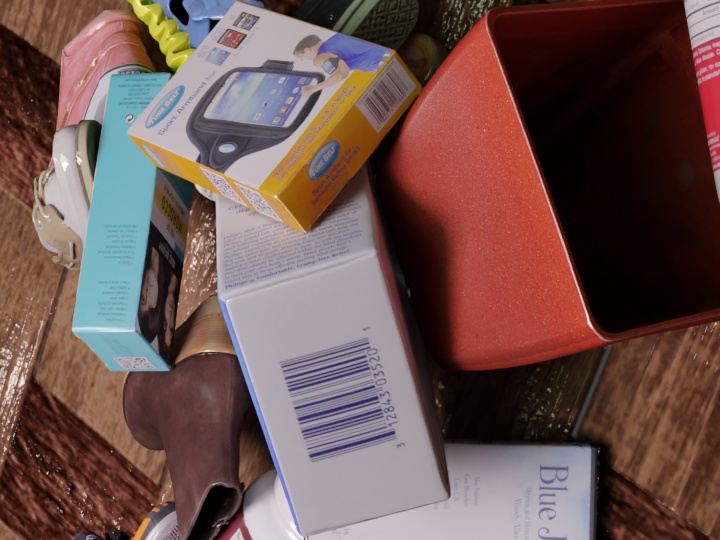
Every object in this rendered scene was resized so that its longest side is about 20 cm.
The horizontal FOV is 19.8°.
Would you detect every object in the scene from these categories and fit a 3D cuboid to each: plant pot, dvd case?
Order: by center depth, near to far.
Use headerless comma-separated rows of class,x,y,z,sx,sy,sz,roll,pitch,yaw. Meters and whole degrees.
plant pot,0.124,-0.038,1.270,0.176,0.199,0.202,-30,75,48
dvd case,0.060,0.184,1.377,0.198,0.018,0.144,1,95,6

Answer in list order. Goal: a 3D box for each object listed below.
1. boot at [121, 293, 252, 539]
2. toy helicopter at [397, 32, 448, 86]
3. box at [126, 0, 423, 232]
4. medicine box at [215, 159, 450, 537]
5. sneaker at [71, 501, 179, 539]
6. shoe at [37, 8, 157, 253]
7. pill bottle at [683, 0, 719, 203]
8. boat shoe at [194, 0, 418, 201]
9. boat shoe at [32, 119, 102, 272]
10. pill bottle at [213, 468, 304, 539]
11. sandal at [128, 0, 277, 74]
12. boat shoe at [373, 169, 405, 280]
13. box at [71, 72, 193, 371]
boot,-0.132,0.130,1.510,0.200,0.072,0.168,126,150,-50
toy helicopter,-0.021,-0.109,1.464,0.199,0.079,0.133,-34,56,23
box,-0.064,-0.104,1.301,0.199,0.042,0.119,25,71,47
medicine box,-0.020,0.032,1.315,0.102,0.200,0.184,-15,118,3
sneaker,-0.188,0.231,1.605,0.112,0.077,0.201,46,134,30
shoe,-0.209,-0.109,1.623,0.201,0.071,0.092,-60,34,40
pill bottle,0.247,-0.140,1.197,0.112,0.112,0.202,-12,86,40
boat shoe,-0.045,-0.129,1.404,0.200,0.075,0.062,-49,53,-3
boat shoe,-0.213,-0.046,1.548,0.068,0.201,0.075,1,62,4
pill bottle,-0.057,0.215,1.485,0.115,0.114,0.200,53,123,23
sandal,-0.124,-0.205,1.542,0.087,0.079,0.201,-41,65,10
boat shoe,0.000,0.000,1.454,0.066,0.074,0.200,46,124,14
box,-0.159,-0.035,1.485,0.049,0.082,0.202,-1,67,14
